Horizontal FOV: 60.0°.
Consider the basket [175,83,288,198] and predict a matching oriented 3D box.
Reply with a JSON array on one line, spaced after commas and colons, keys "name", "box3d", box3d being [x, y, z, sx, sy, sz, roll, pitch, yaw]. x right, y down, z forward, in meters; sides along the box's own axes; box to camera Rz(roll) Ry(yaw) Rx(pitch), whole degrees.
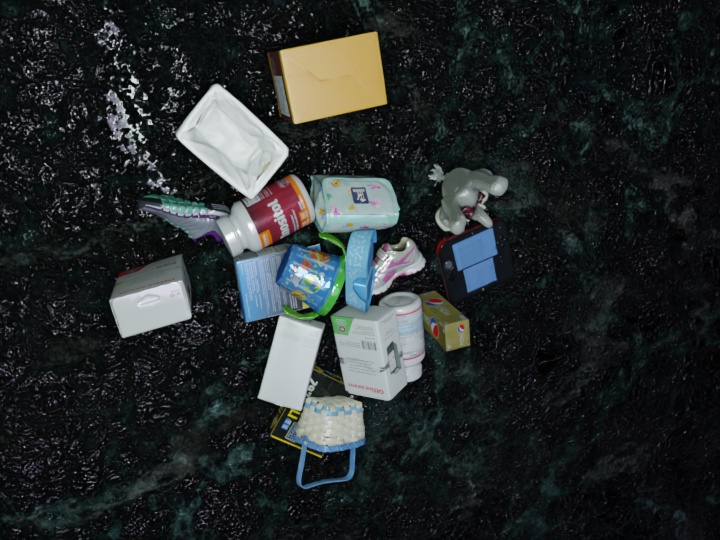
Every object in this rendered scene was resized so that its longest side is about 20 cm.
[{"name": "basket", "box3d": [-0.264, -0.269, 1.288, 0.199, 0.123, 0.136, 40, 93, -23]}]

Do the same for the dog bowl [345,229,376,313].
[{"name": "dog bowl", "box3d": [0.000, 0.000, 1.351, 0.048, 0.113, 0.203, 8, 134, 9]}]

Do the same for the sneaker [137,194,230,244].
[{"name": "sneaker", "box3d": [-0.378, -0.104, 1.334, 0.195, 0.075, 0.090, 8, 109, -20]}]

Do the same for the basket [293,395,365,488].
[{"name": "basket", "box3d": [-0.071, 0.406, 1.484, 0.174, 0.137, 0.206, 9, 85, -46]}]

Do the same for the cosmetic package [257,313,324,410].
[{"name": "cosmetic package", "box3d": [-0.161, 0.212, 1.466, 0.110, 0.081, 0.205, 17, 96, 0]}]

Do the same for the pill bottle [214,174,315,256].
[{"name": "pill bottle", "box3d": [-0.204, -0.113, 1.334, 0.197, 0.113, 0.115, -30, 113, -14]}]

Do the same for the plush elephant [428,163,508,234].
[{"name": "plush elephant", "box3d": [0.254, -0.159, 1.474, 0.165, 0.200, 0.154, -47, 137, 4]}]

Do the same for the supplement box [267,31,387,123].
[{"name": "supplement box", "box3d": [-0.072, -0.393, 1.267, 0.192, 0.200, 0.136, -15, 111, -12]}]

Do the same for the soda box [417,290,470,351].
[{"name": "soda box", "box3d": [0.193, 0.118, 1.507, 0.062, 0.200, 0.070, -11, 111, -13]}]

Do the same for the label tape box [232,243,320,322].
[{"name": "label tape box", "box3d": [-0.185, 0.021, 1.435, 0.195, 0.066, 0.147, -13, 110, -19]}]

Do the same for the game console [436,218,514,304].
[{"name": "game console", "box3d": [0.295, -0.024, 1.587, 0.196, 0.031, 0.181, -22, 111, -9]}]

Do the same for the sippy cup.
[{"name": "sippy cup", "box3d": [-0.112, 0.011, 1.362, 0.128, 0.139, 0.182, 23, 73, -15]}]

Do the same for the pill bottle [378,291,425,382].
[{"name": "pill bottle", "box3d": [0.106, 0.166, 1.545, 0.106, 0.109, 0.205, -11, 110, -13]}]

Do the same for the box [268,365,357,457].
[{"name": "box", "box3d": [-0.117, 0.349, 1.567, 0.157, 0.049, 0.203, 29, 97, -21]}]

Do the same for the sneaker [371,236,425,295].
[{"name": "sneaker", "box3d": [0.056, -0.016, 1.474, 0.197, 0.081, 0.090, -30, 118, -14]}]

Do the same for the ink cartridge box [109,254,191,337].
[{"name": "ink cartridge box", "box3d": [-0.429, 0.048, 1.294, 0.144, 0.200, 0.088, -16, 111, -11]}]

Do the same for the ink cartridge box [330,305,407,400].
[{"name": "ink cartridge box", "box3d": [0.021, 0.193, 1.496, 0.083, 0.143, 0.205, -29, 115, -47]}]

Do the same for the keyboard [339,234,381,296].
[{"name": "keyboard", "box3d": [0.020, -0.024, 1.509, 0.195, 0.021, 0.130, -20, 117, -11]}]

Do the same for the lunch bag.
[{"name": "lunch bag", "box3d": [-0.018, -0.143, 1.362, 0.166, 0.200, 0.125, -1, 108, -15]}]
